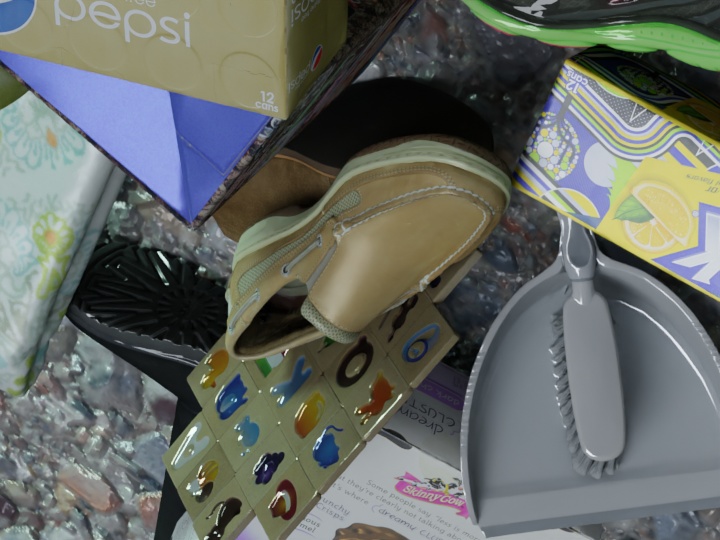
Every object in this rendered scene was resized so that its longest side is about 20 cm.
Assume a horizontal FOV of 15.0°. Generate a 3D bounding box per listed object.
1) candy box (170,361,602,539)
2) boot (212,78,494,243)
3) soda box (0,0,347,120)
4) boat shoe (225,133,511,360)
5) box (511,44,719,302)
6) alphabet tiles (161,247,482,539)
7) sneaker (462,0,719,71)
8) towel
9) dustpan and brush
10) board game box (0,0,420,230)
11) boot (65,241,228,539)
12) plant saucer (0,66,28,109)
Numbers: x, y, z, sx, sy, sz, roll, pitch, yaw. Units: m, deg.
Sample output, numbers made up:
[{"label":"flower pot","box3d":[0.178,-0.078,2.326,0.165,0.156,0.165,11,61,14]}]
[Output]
[{"label":"candy box","box3d":[0.010,0.138,1.437,0.167,0.072,0.200,29,130,-11]},{"label":"boot","box3d":[-0.008,-0.048,1.361,0.200,0.074,0.076,6,127,41]},{"label":"soda box","box3d":[-0.106,-0.124,1.095,0.199,0.064,0.068,15,130,18]},{"label":"boat shoe","box3d":[0.000,0.000,1.286,0.072,0.076,0.200,31,149,-19]},{"label":"box","box3d":[0.174,-0.026,1.247,0.200,0.064,0.070,30,112,11]},{"label":"alphabet tiles","box3d":[-0.022,0.044,1.346,0.006,0.166,0.200,36,100,-31]},{"label":"sneaker","box3d":[0.125,-0.140,1.216,0.199,0.077,0.084,11,109,23]},{"label":"towel","box3d":[-0.214,-0.057,1.451,0.171,0.048,0.201,29,106,13]},{"label":"dustpan and brush","box3d":[0.109,0.022,1.327,0.139,0.057,0.201,-8,85,1]},{"label":"board game box","box3d":[-0.069,-0.138,1.235,0.159,0.200,0.097,41,124,2]},{"label":"boot","box3d":[-0.100,0.094,1.530,0.164,0.066,0.200,23,135,20]},{"label":"plant saucer","box3d":[-0.163,-0.169,1.287,0.031,0.200,0.201,6,125,17]}]
